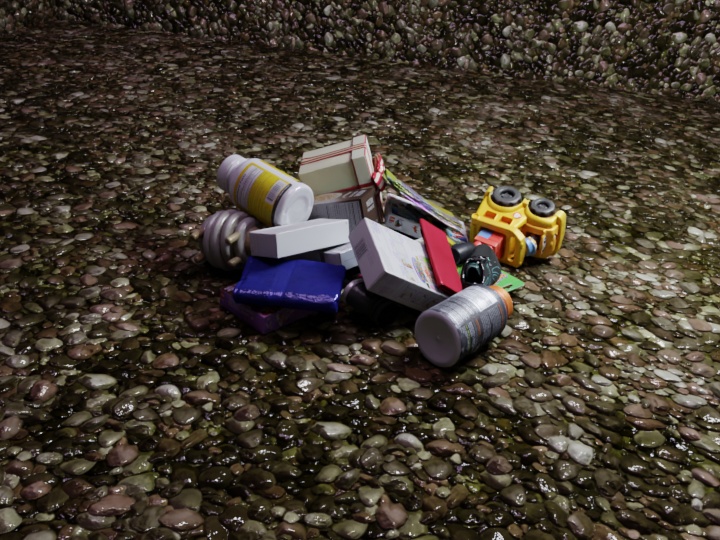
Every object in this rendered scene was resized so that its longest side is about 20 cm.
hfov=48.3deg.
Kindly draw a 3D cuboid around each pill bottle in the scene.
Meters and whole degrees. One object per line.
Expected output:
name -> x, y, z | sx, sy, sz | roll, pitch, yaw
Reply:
pill bottle -> -0.202, -0.164, 1.663 | 0.198, 0.113, 0.111 | 31, 36, 27
pill bottle -> 0.196, 0.090, 1.451 | 0.105, 0.108, 0.198 | 25, 33, 35

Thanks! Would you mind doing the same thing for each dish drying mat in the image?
dish drying mat -> 0.159, -0.022, 1.584 | 0.076, 0.018, 0.202 | 28, 31, -29

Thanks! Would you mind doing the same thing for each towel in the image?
towel -> -0.129, 0.031, 1.496 | 0.196, 0.050, 0.148 | 5, 31, 5
towel -> 0.137, -0.157, 1.794 | 0.198, 0.023, 0.144 | 33, 12, -12

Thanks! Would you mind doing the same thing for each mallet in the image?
mallet -> 0.177, -0.086, 1.762 | 0.065, 0.042, 0.200 | -9, 45, -37

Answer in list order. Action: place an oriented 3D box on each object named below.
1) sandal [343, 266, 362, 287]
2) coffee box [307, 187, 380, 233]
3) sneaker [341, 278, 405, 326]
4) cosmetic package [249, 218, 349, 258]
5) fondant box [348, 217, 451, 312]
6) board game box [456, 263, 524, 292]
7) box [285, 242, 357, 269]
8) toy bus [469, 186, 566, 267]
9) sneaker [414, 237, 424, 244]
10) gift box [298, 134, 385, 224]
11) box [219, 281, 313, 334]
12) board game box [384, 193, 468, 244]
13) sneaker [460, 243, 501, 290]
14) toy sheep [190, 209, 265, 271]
sandal -> 0.000, 0.000, 1.662 | 0.197, 0.046, 0.075 | -7, 27, -21
coffee box -> -0.068, -0.119, 1.735 | 0.196, 0.081, 0.114 | -6, 16, 18
sneaker -> 0.058, 0.054, 1.555 | 0.099, 0.071, 0.199 | 40, 32, 26
cosmetic package -> -0.117, -0.064, 1.580 | 0.082, 0.052, 0.198 | 3, 13, 43
fondant box -> 0.081, -0.003, 1.529 | 0.198, 0.058, 0.146 | 21, 35, -37
board game box -> 0.246, 0.008, 1.708 | 0.094, 0.030, 0.199 | -17, 32, -35
box -> -0.052, -0.044, 1.682 | 0.198, 0.042, 0.155 | 7, 21, 45
toy bus -> 0.334, -0.075, 1.787 | 0.197, 0.137, 0.192 | 20, 43, 23
sneaker -> 0.123, -0.036, 1.715 | 0.076, 0.082, 0.199 | -21, 35, -38
gift box -> -0.028, -0.191, 1.879 | 0.183, 0.203, 0.186 | -14, 30, 8
box -> -0.153, 0.048, 1.551 | 0.136, 0.040, 0.198 | 28, 35, 36
board game box -> 0.150, -0.107, 1.846 | 0.197, 0.035, 0.127 | 21, 25, -9
sneaker -> 0.241, 0.003, 1.612 | 0.074, 0.080, 0.201 | -1, 39, 16
toy sheep -> -0.273, -0.062, 1.652 | 0.197, 0.140, 0.138 | 11, 27, 26
